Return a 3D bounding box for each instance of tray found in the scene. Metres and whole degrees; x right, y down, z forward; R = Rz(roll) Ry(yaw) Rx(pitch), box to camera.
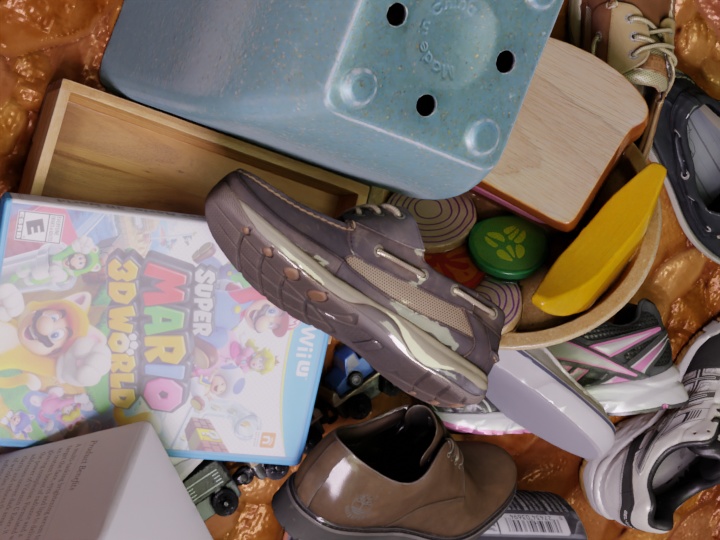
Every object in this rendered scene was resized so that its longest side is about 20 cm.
[{"bbox_3d":[-0.099,-0.032,0.981,0.199,0.037,0.099,18,81,-24],"label":"tray"}]

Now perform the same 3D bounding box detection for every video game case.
[{"bbox_3d":[-0.114,0.037,0.952,0.199,0.018,0.144,6,106,-22],"label":"video game case"}]

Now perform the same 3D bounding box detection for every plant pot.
[{"bbox_3d":[0.002,-0.144,0.929,0.196,0.200,0.197,18,98,-31],"label":"plant pot"}]

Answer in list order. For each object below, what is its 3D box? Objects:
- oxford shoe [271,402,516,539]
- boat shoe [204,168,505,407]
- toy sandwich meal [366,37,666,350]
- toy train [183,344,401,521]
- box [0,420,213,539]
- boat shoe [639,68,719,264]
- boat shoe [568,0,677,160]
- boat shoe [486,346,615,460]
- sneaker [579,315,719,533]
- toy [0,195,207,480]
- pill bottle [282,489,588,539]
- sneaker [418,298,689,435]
[{"bbox_3d":[0.042,0.124,1.037,0.199,0.073,0.085,0,129,-51],"label":"oxford shoe"},{"bbox_3d":[0.000,0.000,0.941,0.200,0.074,0.074,38,68,-23],"label":"boat shoe"},{"bbox_3d":[0.097,-0.049,1.027,0.205,0.205,0.070,-37,154,-13],"label":"toy sandwich meal"},{"bbox_3d":[-0.050,0.103,1.082,0.200,0.034,0.046,-35,107,-14],"label":"toy train"},{"bbox_3d":[-0.186,0.192,0.936,0.199,0.107,0.153,-14,119,17],"label":"box"},{"bbox_3d":[0.262,-0.061,1.176,0.074,0.066,0.200,-42,121,-11],"label":"boat shoe"},{"bbox_3d":[0.178,-0.137,1.101,0.075,0.074,0.201,5,104,-30],"label":"boat shoe"},{"bbox_3d":[0.091,0.038,1.077,0.200,0.071,0.070,38,71,7],"label":"boat shoe"},{"bbox_3d":[0.254,0.114,1.218,0.200,0.088,0.076,-47,120,-9],"label":"sneaker"},{"bbox_3d":[-0.127,0.061,1.011,0.200,0.047,0.115,-46,109,-20],"label":"toy"},{"bbox_3d":[0.047,0.197,1.122,0.199,0.106,0.107,6,103,-29],"label":"pill bottle"},{"bbox_3d":[0.126,0.064,1.152,0.199,0.080,0.087,-7,86,-25],"label":"sneaker"}]
